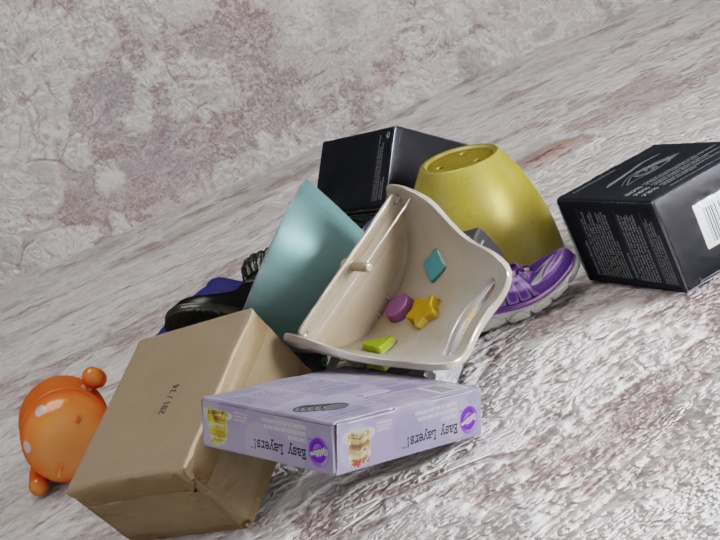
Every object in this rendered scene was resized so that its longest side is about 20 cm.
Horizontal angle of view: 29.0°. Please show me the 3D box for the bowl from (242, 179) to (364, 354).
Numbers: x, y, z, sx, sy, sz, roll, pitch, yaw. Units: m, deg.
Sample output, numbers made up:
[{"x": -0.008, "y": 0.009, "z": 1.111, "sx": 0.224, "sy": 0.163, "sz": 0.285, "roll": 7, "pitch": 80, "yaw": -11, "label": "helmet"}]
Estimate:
[{"x": -0.055, "y": 0.012, "z": 1.537, "sx": 0.201, "sy": 0.104, "sz": 0.202, "roll": -156, "pitch": 90, "yaw": -90, "label": "bowl"}]

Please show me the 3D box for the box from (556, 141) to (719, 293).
[{"x": 0.328, "y": -0.060, "z": 1.478, "sx": 0.147, "sy": 0.105, "sz": 0.200, "roll": -28, "pitch": 13, "yaw": -16, "label": "box"}]

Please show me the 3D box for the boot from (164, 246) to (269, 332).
[{"x": -0.157, "y": 0.034, "z": 1.852, "sx": 0.209, "sy": 0.080, "sz": 0.158, "roll": 3, "pitch": 40, "yaw": -13, "label": "boot"}]

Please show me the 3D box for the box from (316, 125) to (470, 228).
[{"x": 0.069, "y": -0.118, "z": 1.965, "sx": 0.199, "sy": 0.124, "sz": 0.198, "roll": 12, "pitch": -9, "yaw": -31, "label": "box"}]

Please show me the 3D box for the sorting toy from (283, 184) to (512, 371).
[{"x": 0.057, "y": 0.032, "z": 1.369, "sx": 0.179, "sy": 0.107, "sz": 0.201, "roll": 14, "pitch": 63, "yaw": 47, "label": "sorting toy"}]

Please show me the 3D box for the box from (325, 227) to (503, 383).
[{"x": 0.053, "y": 0.057, "z": 1.480, "sx": 0.158, "sy": 0.048, "sz": 0.201, "roll": -15, "pitch": 41, "yaw": 42, "label": "box"}]

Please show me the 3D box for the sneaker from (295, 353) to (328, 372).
[{"x": -0.051, "y": 0.124, "z": 1.567, "sx": 0.087, "sy": 0.075, "sz": 0.200, "roll": -6, "pitch": 28, "yaw": 18, "label": "sneaker"}]

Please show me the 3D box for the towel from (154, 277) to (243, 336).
[{"x": -0.191, "y": 0.086, "z": 1.903, "sx": 0.147, "sy": 0.050, "sz": 0.200, "roll": 11, "pitch": 36, "yaw": 24, "label": "towel"}]

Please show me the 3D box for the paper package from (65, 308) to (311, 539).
[{"x": -0.169, "y": 0.158, "z": 1.389, "sx": 0.190, "sy": 0.104, "sz": 0.201, "roll": -15, "pitch": 40, "yaw": 38, "label": "paper package"}]

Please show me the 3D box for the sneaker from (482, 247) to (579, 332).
[{"x": 0.148, "y": 0.018, "z": 1.551, "sx": 0.199, "sy": 0.084, "sz": 0.081, "roll": -23, "pitch": 13, "yaw": 7, "label": "sneaker"}]

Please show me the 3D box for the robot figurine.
[{"x": -0.365, "y": 0.194, "z": 1.727, "sx": 0.143, "sy": 0.117, "sz": 0.200, "roll": -27, "pitch": 13, "yaw": -11, "label": "robot figurine"}]

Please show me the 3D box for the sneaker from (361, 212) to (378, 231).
[{"x": 0.000, "y": 0.000, "z": 1.664, "sx": 0.075, "sy": 0.201, "sz": 0.088, "roll": 14, "pitch": 26, "yaw": -24, "label": "sneaker"}]

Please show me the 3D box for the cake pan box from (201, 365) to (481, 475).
[{"x": -0.015, "y": 0.131, "z": 1.271, "sx": 0.183, "sy": 0.053, "sz": 0.199, "roll": 7, "pitch": 11, "yaw": 44, "label": "cake pan box"}]

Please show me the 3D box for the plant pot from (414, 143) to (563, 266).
[{"x": 0.141, "y": -0.074, "z": 1.731, "sx": 0.199, "sy": 0.143, "sz": 0.200, "roll": -14, "pitch": 19, "yaw": 5, "label": "plant pot"}]
